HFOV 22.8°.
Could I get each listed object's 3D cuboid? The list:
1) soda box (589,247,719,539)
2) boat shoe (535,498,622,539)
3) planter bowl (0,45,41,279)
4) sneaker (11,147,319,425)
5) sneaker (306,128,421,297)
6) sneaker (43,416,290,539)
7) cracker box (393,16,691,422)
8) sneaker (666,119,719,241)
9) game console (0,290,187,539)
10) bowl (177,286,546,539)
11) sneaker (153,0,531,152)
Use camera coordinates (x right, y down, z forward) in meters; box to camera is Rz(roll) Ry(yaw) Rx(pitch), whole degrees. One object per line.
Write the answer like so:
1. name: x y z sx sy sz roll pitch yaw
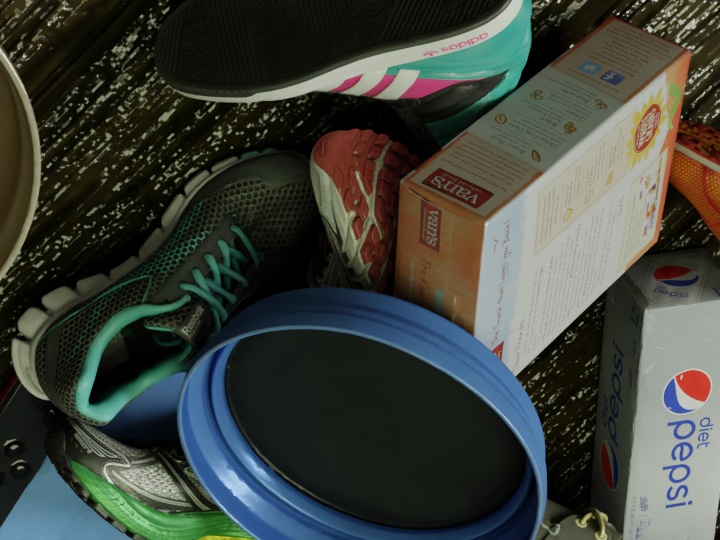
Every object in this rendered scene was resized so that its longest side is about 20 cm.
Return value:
1. soda box: 0.190 0.089 1.128 0.068 0.064 0.202 -7 121 -12
2. boat shoe: 0.143 0.185 1.111 0.060 0.072 0.202 -43 83 14
3. planter bowl: -0.258 -0.075 0.842 0.198 0.135 0.202 -8 122 -13
4. sneaker: -0.092 0.015 0.965 0.200 0.091 0.078 -41 120 -5
5. sneaker: 0.000 0.000 0.981 0.081 0.078 0.201 10 145 22
6. sneaker: -0.091 0.112 1.026 0.199 0.078 0.086 19 100 -36
7. cracker box: 0.096 -0.031 0.958 0.200 0.057 0.135 -39 145 -39
8. sneaker: 0.237 -0.017 1.041 0.199 0.073 0.077 38 115 1
9. game console: -0.132 0.119 1.061 0.199 0.031 0.177 28 108 -30
10. bowl: 0.003 0.089 0.932 0.199 0.040 0.202 12 135 12
11. sneaker: 0.002 -0.111 0.943 0.198 0.084 0.121 -7 156 19
